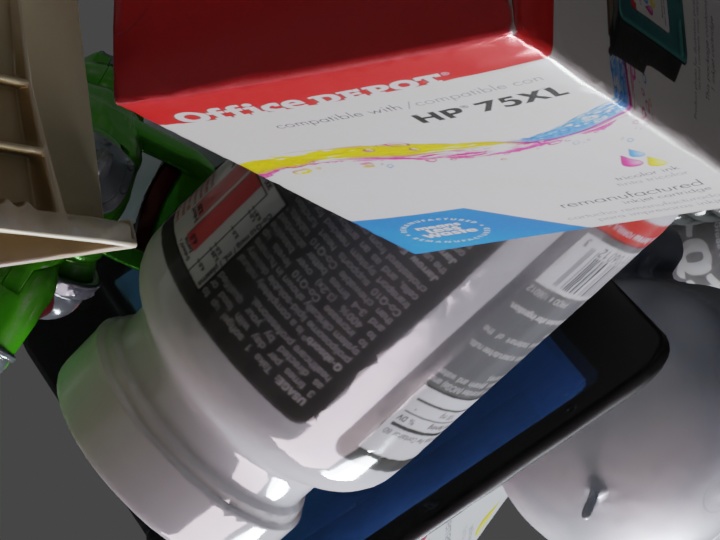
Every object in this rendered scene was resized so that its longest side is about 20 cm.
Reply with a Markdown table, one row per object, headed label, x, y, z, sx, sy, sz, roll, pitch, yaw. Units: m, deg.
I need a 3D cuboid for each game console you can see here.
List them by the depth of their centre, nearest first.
| label | x | y | z | sx | sy | sz | roll | pitch | yaw |
| --- | --- | --- | --- | --- | --- | --- | --- | --- | --- |
| game console | -0.014 | 0.024 | 1.009 | 0.200 | 0.176 | 0.116 | -34 | 169 | -1 |

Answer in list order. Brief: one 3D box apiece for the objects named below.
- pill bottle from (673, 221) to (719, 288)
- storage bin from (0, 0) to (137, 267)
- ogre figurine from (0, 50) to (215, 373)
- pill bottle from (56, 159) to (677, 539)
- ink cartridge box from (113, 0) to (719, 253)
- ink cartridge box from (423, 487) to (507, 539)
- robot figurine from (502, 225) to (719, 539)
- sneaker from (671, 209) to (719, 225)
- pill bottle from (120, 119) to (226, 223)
| label | x | y | z | sx | sy | sz | roll | pitch | yaw |
| --- | --- | --- | --- | --- | --- | --- | --- | --- | --- |
| pill bottle | 0.235 | -0.021 | 1.483 | 0.114 | 0.114 | 0.200 | -3 | 174 | -34 |
| storage bin | -0.198 | -0.043 | 0.771 | 0.200 | 0.094 | 0.199 | -7 | 176 | 19 |
| ogre figurine | -0.120 | -0.015 | 0.975 | 0.120 | 0.098 | 0.200 | -51 | 173 | 13 |
| pill bottle | 0.000 | 0.000 | 0.907 | 0.200 | 0.116 | 0.116 | -43 | 163 | 16 |
| ink cartridge box | 0.015 | -0.065 | 0.718 | 0.116 | 0.067 | 0.200 | -9 | 162 | 29 |
| ink cartridge box | 0.039 | 0.038 | 1.183 | 0.083 | 0.200 | 0.145 | 28 | 150 | 19 |
| robot figurine | 0.119 | 0.061 | 1.115 | 0.113 | 0.170 | 0.200 | -11 | 174 | 19 |
| sneaker | 0.113 | -0.046 | 1.326 | 0.200 | 0.071 | 0.099 | -10 | 177 | -39 |
| pill bottle | -0.048 | -0.015 | 1.187 | 0.112 | 0.112 | 0.200 | -8 | 175 | 18 |
